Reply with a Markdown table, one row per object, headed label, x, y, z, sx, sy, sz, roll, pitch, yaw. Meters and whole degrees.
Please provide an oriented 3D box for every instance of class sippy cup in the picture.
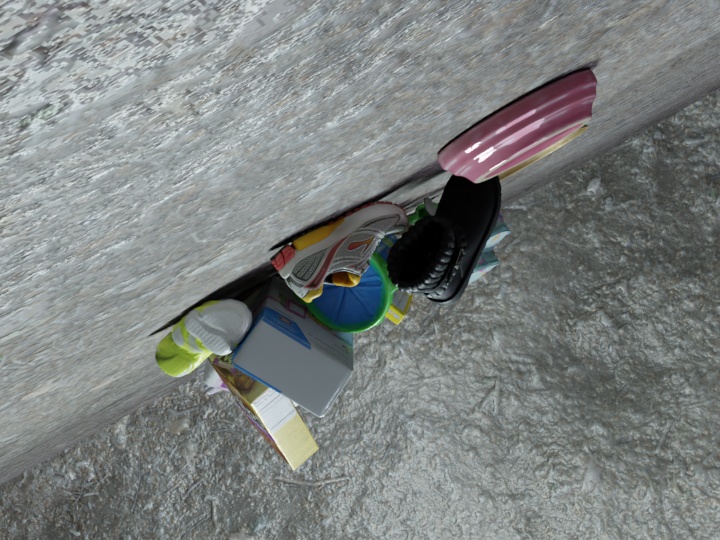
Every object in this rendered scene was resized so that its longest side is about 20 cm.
| label | x | y | z | sx | sy | sz | roll | pitch | yaw |
| --- | --- | --- | --- | --- | --- | --- | --- | --- | --- |
| sippy cup | 0.000 | 0.000 | 1.586 | 0.130 | 0.177 | 0.140 | -44 | 156 | -59 |

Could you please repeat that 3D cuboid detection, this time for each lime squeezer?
| label | x | y | z | sx | sy | sz | roll | pitch | yaw |
| --- | --- | --- | --- | --- | --- | --- | --- | --- | --- |
| lime squeezer | 0.092 | -0.090 | 1.829 | 0.070 | 0.038 | 0.200 | 3 | -171 | 18 |

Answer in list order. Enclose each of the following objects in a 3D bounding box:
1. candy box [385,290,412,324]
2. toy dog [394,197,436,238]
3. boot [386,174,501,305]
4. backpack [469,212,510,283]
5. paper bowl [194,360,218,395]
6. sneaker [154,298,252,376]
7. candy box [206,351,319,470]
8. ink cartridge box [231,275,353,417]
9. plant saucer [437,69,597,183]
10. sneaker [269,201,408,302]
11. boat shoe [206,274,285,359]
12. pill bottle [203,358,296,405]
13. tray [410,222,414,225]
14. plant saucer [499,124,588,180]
| label | x | y | z | sx | sy | sz | roll | pitch | yaw |
| --- | --- | --- | --- | --- | --- | --- | --- | --- | --- |
| candy box | 0.039 | 0.008 | 1.757 | 0.026 | 0.102 | 0.200 | -55 | -177 | 24 |
| toy dog | 0.080 | -0.046 | 1.735 | 0.200 | 0.096 | 0.132 | 11 | 111 | -53 |
| boot | 0.112 | -0.059 | 1.465 | 0.079 | 0.212 | 0.158 | 13 | 173 | 25 |
| backpack | 0.173 | -0.050 | 2.071 | 0.200 | 0.154 | 0.176 | -37 | 168 | 27 |
| paper bowl | -0.218 | 0.142 | 2.108 | 0.200 | 0.105 | 0.201 | -29 | 178 | -1 |
| sneaker | -0.201 | 0.071 | 1.550 | 0.200 | 0.076 | 0.105 | -28 | -166 | 40 |
| candy box | -0.139 | 0.192 | 1.640 | 0.056 | 0.117 | 0.200 | -39 | 141 | -14 |
| ink cartridge box | -0.089 | 0.099 | 1.571 | 0.085 | 0.144 | 0.200 | -56 | -170 | 12 |
| plant saucer | 0.185 | -0.157 | 1.293 | 0.200 | 0.051 | 0.201 | -29 | 176 | -2 |
| sneaker | -0.017 | -0.022 | 1.391 | 0.199 | 0.082 | 0.078 | -28 | 176 | -33 |
| boat shoe | -0.154 | 0.068 | 1.698 | 0.199 | 0.076 | 0.072 | -29 | 175 | -2 |
| pill bottle | -0.137 | 0.150 | 1.776 | 0.199 | 0.113 | 0.112 | 16 | 165 | -11 |
| tray | 0.014 | -0.040 | 1.964 | 0.199 | 0.022 | 0.107 | -30 | 176 | 23 |
| plant saucer | 0.227 | -0.168 | 1.609 | 0.199 | 0.036 | 0.200 | -28 | 176 | -2 |
